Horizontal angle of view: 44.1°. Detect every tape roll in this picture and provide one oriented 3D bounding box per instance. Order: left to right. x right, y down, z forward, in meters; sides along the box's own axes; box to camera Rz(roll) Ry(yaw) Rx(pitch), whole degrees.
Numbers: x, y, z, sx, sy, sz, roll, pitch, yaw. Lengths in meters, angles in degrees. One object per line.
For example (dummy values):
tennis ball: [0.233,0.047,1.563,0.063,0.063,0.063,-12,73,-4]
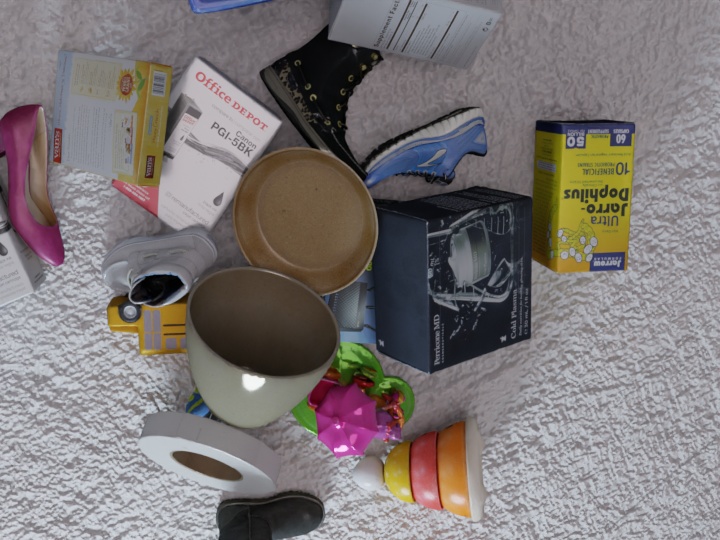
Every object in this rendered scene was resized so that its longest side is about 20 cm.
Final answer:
tape roll: [-0.204,0.250,1.207,0.199,0.203,0.038,25,60,-12]

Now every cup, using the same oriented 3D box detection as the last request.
cup: [-0.138,0.115,1.138,0.196,0.202,0.145,14,126,-11]

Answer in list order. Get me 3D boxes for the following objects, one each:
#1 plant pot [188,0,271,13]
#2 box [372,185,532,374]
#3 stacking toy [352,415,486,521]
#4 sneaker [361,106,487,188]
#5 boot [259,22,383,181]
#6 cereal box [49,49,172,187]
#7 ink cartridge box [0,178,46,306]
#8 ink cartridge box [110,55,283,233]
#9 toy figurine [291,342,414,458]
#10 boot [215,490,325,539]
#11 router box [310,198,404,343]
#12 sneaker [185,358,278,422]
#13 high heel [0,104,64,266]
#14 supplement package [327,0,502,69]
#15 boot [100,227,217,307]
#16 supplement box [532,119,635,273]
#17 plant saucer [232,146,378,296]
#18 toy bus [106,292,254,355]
plant pot: [-0.130,-0.427,1.087,0.195,0.180,0.205,-13,102,-6]
box: [0.125,0.006,1.195,0.193,0.123,0.205,-14,109,-34]
stacking toy: [0.084,0.292,1.300,0.195,0.146,0.150,-4,102,8]
sneaker: [0.090,-0.151,1.226,0.196,0.079,0.091,-23,101,-4]
boot: [-0.020,-0.230,1.180,0.153,0.073,0.205,-40,84,-1]
cereal box: [-0.316,-0.193,1.112,0.039,0.197,0.148,-3,106,-50]
ink cartridge box: [-0.521,-0.045,1.152,0.143,0.084,0.204,-23,104,-4]
ink cartridge box: [-0.213,-0.159,1.176,0.145,0.083,0.202,34,95,-12]
toy figurine: [0.000,0.199,1.226,0.196,0.184,0.153,18,98,-12]
boot: [-0.128,0.388,1.235,0.177,0.200,0.074,-6,103,-7]
router box: [0.000,0.000,1.249,0.146,0.062,0.205,3,100,-10]
sneaker: [-0.154,0.163,1.264,0.198,0.071,0.083,-36,123,-2]
high heel: [-0.412,-0.110,1.156,0.094,0.067,0.204,-20,97,14]
supplement package: [0.067,-0.358,1.133,0.195,0.120,0.124,9,65,-14]
boot: [-0.280,0.005,1.148,0.197,0.096,0.074,-16,116,31]
supplement box: [0.310,-0.107,1.251,0.106,0.110,0.205,-2,102,-8]
plant saucer: [-0.070,-0.067,1.165,0.195,0.036,0.205,4,113,10]
toy bus: [-0.245,0.070,1.226,0.195,0.065,0.080,-3,103,-8]
